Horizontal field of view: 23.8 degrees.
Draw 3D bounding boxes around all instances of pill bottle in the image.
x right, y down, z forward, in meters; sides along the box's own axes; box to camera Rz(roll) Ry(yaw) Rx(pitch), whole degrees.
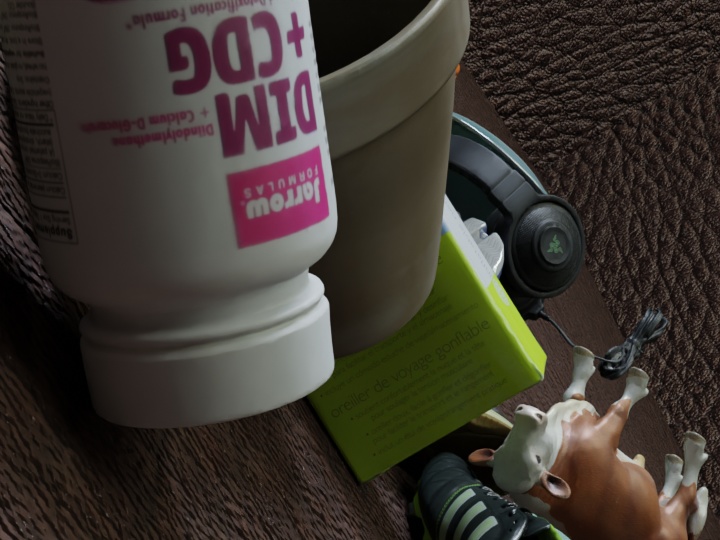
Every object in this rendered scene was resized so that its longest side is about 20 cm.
[{"bbox_3d":[-0.069,-0.053,0.627,0.113,0.112,0.203,-77,160,-76],"label":"pill bottle"}]

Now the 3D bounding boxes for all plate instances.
[{"bbox_3d":[0.072,-0.060,1.198,0.199,0.026,0.201,33,-22,15],"label":"plate"}]

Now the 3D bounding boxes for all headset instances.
[{"bbox_3d":[0.112,-0.012,1.128,0.200,0.094,0.124,49,-24,3],"label":"headset"}]

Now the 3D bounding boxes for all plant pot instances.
[{"bbox_3d":[-0.034,-0.059,0.811,0.201,0.198,0.175,-108,-178,-52],"label":"plant pot"}]

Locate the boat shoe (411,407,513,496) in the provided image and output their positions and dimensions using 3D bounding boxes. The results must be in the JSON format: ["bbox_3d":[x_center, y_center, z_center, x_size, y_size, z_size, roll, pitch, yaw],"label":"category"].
[{"bbox_3d":[0.050,0.085,1.068,0.200,0.073,0.065,46,21,-51],"label":"boat shoe"}]

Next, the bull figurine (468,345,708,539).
[{"bbox_3d":[0.150,0.126,1.064,0.065,0.122,0.200,4,-37,48],"label":"bull figurine"}]

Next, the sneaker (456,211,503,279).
[{"bbox_3d":[0.018,0.003,1.121,0.199,0.080,0.116,37,-35,41],"label":"sneaker"}]

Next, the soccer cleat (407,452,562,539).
[{"bbox_3d":[0.075,0.157,0.956,0.068,0.081,0.200,54,11,-21],"label":"soccer cleat"}]

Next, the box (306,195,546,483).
[{"bbox_3d":[0.000,0.000,0.933,0.201,0.121,0.048,58,14,-5],"label":"box"}]

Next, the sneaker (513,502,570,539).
[{"bbox_3d":[0.166,0.250,1.136,0.200,0.074,0.118,43,10,-26],"label":"sneaker"}]

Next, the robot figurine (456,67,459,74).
[{"bbox_3d":[0.041,-0.300,1.998,0.201,0.116,0.143,59,35,3],"label":"robot figurine"}]
